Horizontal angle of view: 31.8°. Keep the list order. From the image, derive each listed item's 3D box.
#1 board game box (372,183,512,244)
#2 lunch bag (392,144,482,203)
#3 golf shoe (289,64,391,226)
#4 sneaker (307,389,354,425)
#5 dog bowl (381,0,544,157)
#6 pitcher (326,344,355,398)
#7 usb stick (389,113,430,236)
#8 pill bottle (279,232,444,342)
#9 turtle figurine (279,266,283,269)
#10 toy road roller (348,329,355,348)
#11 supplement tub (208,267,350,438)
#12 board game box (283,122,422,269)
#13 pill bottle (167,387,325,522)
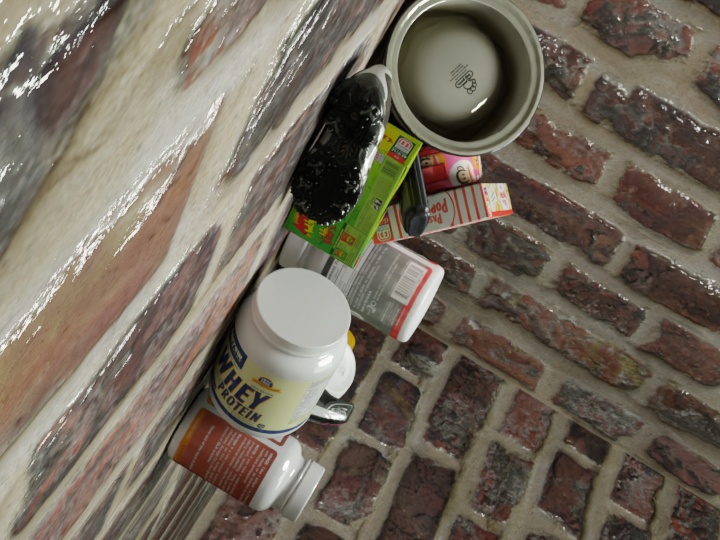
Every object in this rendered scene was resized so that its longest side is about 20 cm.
[{"bbox_3d":[0.107,-0.076,1.635,0.200,0.151,0.047,-14,91,-74],"label":"board game box"},{"bbox_3d":[0.060,-0.129,1.691,0.176,0.199,0.082,-45,124,-77],"label":"lunch bag"},{"bbox_3d":[-0.011,-0.134,1.362,0.200,0.078,0.095,-60,179,41],"label":"golf shoe"},{"bbox_3d":[-0.097,0.148,1.744,0.080,0.199,0.087,135,-23,-75],"label":"sneaker"},{"bbox_3d":[0.113,-0.234,1.499,0.201,0.200,0.074,-59,-166,-8],"label":"dog bowl"},{"bbox_3d":[-0.099,0.125,1.881,0.199,0.121,0.172,-9,-124,44],"label":"pitcher"},{"bbox_3d":[0.054,-0.129,1.525,0.056,0.032,0.201,104,-18,-49],"label":"usb stick"},{"bbox_3d":[0.000,0.000,1.680,0.114,0.199,0.114,-59,172,-14],"label":"pill bottle"},{"bbox_3d":[-0.067,0.011,1.790,0.150,0.101,0.200,-45,-165,18],"label":"turtle figurine"},{"bbox_3d":[-0.080,0.102,2.099,0.123,0.146,0.200,-59,178,-22],"label":"toy road roller"},{"bbox_3d":[-0.102,0.105,1.605,0.145,0.145,0.200,-57,177,-45],"label":"supplement tub"},{"bbox_3d":[-0.012,-0.098,1.485,0.048,0.101,0.200,-57,177,-41],"label":"board game box"},{"bbox_3d":[-0.154,0.255,1.720,0.113,0.199,0.112,-59,178,-4],"label":"pill bottle"}]
